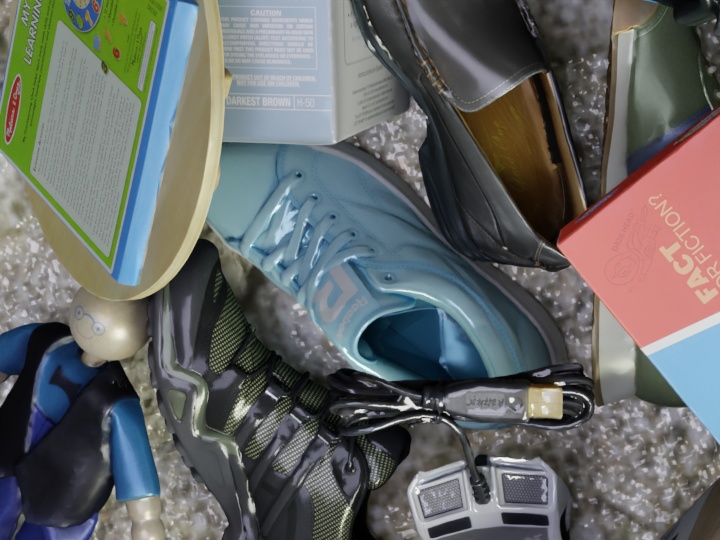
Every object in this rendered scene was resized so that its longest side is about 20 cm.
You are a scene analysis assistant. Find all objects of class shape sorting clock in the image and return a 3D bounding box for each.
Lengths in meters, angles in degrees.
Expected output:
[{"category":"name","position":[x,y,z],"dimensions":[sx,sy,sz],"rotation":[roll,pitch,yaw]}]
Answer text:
[{"category":"shape sorting clock","position":[-0.108,-0.087,1.275],"dimensions":[0.200,0.039,0.200],"rotation":[15,109,53]}]

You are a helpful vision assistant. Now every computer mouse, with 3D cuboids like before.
[{"category":"computer mouse","position":[0.053,0.098,1.265],"dimensions":[0.109,0.044,0.200],"rotation":[-7,142,5]}]

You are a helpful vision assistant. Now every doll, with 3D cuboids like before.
[{"category":"doll","position":[-0.141,0.090,1.358],"dimensions":[0.136,0.048,0.200],"rotation":[39,115,31]}]

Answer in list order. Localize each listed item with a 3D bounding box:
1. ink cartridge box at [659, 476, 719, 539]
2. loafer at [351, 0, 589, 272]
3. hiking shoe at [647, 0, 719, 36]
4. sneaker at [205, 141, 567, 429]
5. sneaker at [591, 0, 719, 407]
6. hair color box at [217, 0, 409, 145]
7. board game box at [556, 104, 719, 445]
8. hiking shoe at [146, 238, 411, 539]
[{"category":"ink cartridge box","position":[0.121,0.184,1.236],"dimensions":[0.075,0.165,0.200],"rotation":[42,110,3]},{"category":"loafer","position":[0.053,-0.090,1.222],"dimensions":[0.072,0.073,0.200],"rotation":[21,140,54]},{"category":"hiking shoe","position":[0.090,-0.164,1.189],"dimensions":[0.200,0.087,0.074],"rotation":[26,137,30]},{"category":"sneaker","position":[0.000,0.000,1.284],"dimensions":[0.200,0.082,0.074],"rotation":[32,109,10]},{"category":"sneaker","position":[0.147,-0.039,1.240],"dimensions":[0.090,0.067,0.201],"rotation":[3,99,5]},{"category":"hair color box","position":[-0.023,-0.160,1.248],"dimensions":[0.061,0.099,0.200],"rotation":[3,102,19]},{"category":"board game box","position":[0.204,-0.017,1.180],"dimensions":[0.200,0.040,0.153],"rotation":[-40,92,12]},{"category":"hiking shoe","position":[-0.029,0.071,1.323],"dimensions":[0.101,0.076,0.200],"rotation":[-17,103,9]}]
